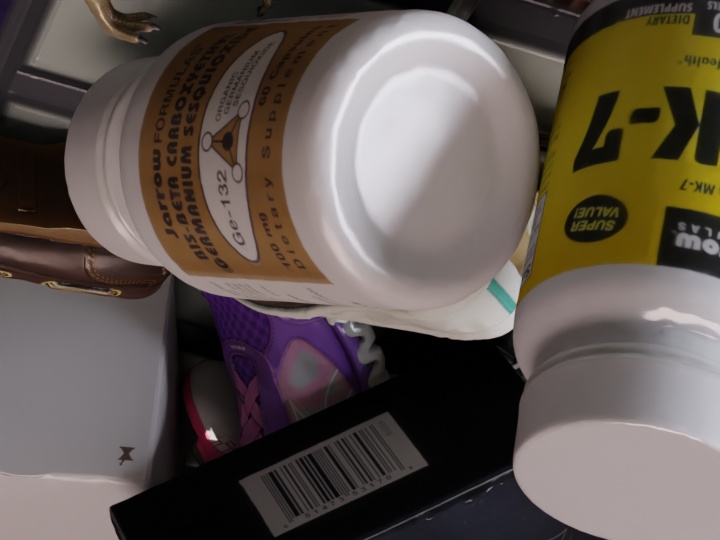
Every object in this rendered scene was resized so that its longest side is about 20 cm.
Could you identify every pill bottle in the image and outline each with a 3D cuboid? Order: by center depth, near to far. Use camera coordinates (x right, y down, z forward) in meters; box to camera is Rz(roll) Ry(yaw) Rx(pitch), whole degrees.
[{"bbox_3d":[0.120,-0.004,1.093,0.114,0.201,0.114,9,149,6],"label":"pill bottle"},{"bbox_3d":[-0.031,-0.044,1.158,0.114,0.115,0.200,31,163,-33],"label":"pill bottle"}]

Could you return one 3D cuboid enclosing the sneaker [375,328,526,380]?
[{"bbox_3d":[0.099,0.058,1.369,0.200,0.076,0.115,0,148,14],"label":"sneaker"}]

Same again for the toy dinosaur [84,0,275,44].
[{"bbox_3d":[-0.088,-0.146,1.127,0.199,0.058,0.101,-6,131,5],"label":"toy dinosaur"}]

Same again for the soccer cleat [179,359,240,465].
[{"bbox_3d":[-0.019,0.094,1.465,0.086,0.070,0.200,-23,142,14],"label":"soccer cleat"}]

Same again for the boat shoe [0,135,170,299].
[{"bbox_3d":[-0.175,-0.027,1.290,0.199,0.071,0.070,15,142,-13],"label":"boat shoe"}]

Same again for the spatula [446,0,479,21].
[{"bbox_3d":[0.057,-0.120,1.153,0.056,0.021,0.200,14,146,-39],"label":"spatula"}]

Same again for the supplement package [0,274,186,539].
[{"bbox_3d":[-0.152,0.098,1.431,0.121,0.120,0.200,5,148,1],"label":"supplement package"}]

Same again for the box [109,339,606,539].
[{"bbox_3d":[0.016,0.170,1.310,0.196,0.117,0.201,-24,119,-9],"label":"box"}]

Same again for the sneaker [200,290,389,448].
[{"bbox_3d":[-0.030,0.074,1.360,0.080,0.088,0.201,15,140,51],"label":"sneaker"}]

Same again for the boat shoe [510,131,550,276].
[{"bbox_3d":[0.075,-0.027,1.257,0.066,0.074,0.200,-30,138,0],"label":"boat shoe"}]

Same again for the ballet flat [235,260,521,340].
[{"bbox_3d":[0.000,0.000,1.244,0.069,0.070,0.200,32,169,-34],"label":"ballet flat"}]
